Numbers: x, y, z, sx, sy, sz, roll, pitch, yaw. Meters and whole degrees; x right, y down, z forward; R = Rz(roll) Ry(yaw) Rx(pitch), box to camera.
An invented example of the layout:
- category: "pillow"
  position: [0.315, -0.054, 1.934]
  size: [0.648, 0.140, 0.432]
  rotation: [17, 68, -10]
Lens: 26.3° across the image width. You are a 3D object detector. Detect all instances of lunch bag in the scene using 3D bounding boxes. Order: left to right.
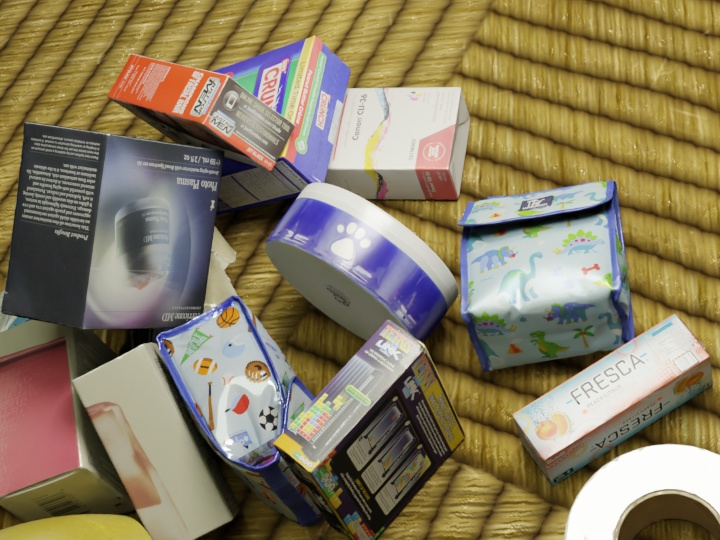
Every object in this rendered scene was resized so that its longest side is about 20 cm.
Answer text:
- category: "lunch bag"
  position: [-0.103, 0.153, 1.583]
  size: [0.124, 0.170, 0.200]
  rotation: [-29, 55, 0]
- category: "lunch bag"
  position: [0.195, -0.011, 1.631]
  size: [0.170, 0.127, 0.200]
  rotation: [-8, 45, 13]

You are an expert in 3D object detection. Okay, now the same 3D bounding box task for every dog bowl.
- category: "dog bowl"
  position: [0.000, 0.000, 1.626]
  size: [0.200, 0.200, 0.079]
  rotation: [29, 73, 28]

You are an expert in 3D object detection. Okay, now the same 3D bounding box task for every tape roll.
- category: "tape roll"
  position: [0.295, 0.270, 1.459]
  size: [0.202, 0.071, 0.203]
  rotation: [-7, 59, 11]

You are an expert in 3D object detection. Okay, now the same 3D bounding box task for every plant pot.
- category: "plant pot"
  position: [-0.270, 0.323, 1.533]
  size: [0.142, 0.200, 0.200]
  rotation: [-26, 54, -27]

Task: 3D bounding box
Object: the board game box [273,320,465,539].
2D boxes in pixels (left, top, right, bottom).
- category: "board game box"
  position: [0.014, 0.166, 1.523]
  size: [0.057, 0.200, 0.165]
  rotation: [33, 72, 31]

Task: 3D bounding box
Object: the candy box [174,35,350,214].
- category: "candy box"
  position: [-0.121, -0.162, 1.790]
  size: [0.200, 0.077, 0.169]
  rotation: [-11, 54, 37]

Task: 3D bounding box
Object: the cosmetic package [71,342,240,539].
- category: "cosmetic package"
  position: [-0.208, 0.181, 1.583]
  size: [0.087, 0.103, 0.200]
  rotation: [-27, 86, 0]

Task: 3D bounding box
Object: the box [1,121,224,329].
- category: "box"
  position: [-0.254, -0.043, 1.614]
  size: [0.123, 0.200, 0.199]
  rotation: [11, 95, 31]

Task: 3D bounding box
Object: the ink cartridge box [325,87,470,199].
- category: "ink cartridge box"
  position: [0.018, -0.147, 1.788]
  size: [0.200, 0.068, 0.117]
  rotation: [1, 60, 17]

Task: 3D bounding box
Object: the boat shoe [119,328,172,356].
- category: "boat shoe"
  position: [-0.232, 0.100, 1.718]
  size: [0.071, 0.072, 0.200]
  rotation: [-18, 46, 14]

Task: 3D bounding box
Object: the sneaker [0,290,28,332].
- category: "sneaker"
  position: [-0.373, 0.031, 1.791]
  size: [0.200, 0.075, 0.087]
  rotation: [-43, 53, -12]

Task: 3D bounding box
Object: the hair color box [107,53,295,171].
- category: "hair color box"
  position: [-0.179, -0.177, 1.711]
  size: [0.200, 0.111, 0.064]
  rotation: [18, 78, 49]

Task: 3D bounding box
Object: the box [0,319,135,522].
- category: "box"
  position: [-0.325, 0.165, 1.658]
  size: [0.109, 0.128, 0.200]
  rotation: [-21, 56, 10]

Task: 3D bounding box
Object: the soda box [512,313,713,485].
- category: "soda box"
  position: [0.255, 0.130, 1.555]
  size: [0.200, 0.068, 0.064]
  rotation: [-31, 56, -5]

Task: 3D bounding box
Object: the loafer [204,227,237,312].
- category: "loafer"
  position: [-0.176, -0.022, 1.743]
  size: [0.068, 0.076, 0.200]
  rotation: [-12, 90, -12]
